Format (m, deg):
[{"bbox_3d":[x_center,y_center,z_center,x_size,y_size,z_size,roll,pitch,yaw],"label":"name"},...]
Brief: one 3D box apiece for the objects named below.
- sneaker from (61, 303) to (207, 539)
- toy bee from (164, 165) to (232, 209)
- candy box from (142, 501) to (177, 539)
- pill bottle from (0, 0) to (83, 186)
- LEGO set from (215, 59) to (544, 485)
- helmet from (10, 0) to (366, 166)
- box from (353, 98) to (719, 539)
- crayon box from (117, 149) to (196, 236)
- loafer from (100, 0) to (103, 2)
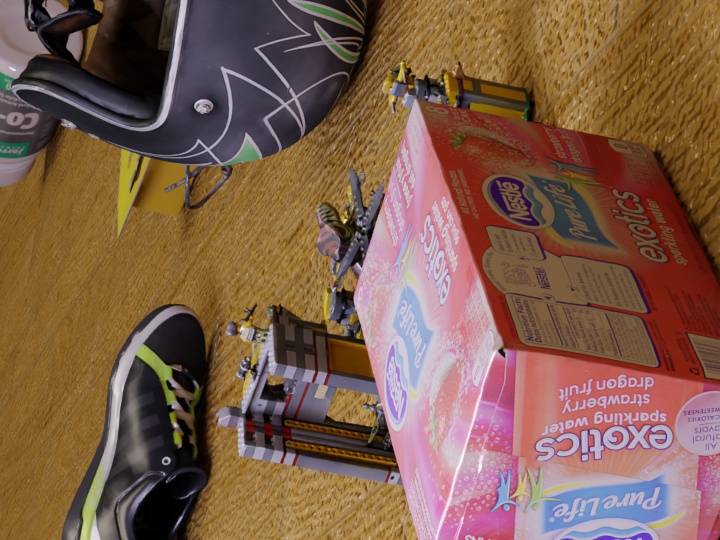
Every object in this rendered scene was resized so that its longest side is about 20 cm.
[{"bbox_3d":[-0.125,0.120,1.874,0.083,0.072,0.200,4,70,38],"label":"sneaker"},{"bbox_3d":[-0.108,-0.155,1.845,0.200,0.109,0.131,-55,-21,9],"label":"toy bee"},{"bbox_3d":[-0.146,0.165,1.963,0.102,0.026,0.200,113,163,-48],"label":"candy box"},{"bbox_3d":[-0.354,-0.180,2.905,0.200,0.113,0.113,117,159,-50],"label":"pill bottle"},{"bbox_3d":[0.000,0.000,1.300,0.200,0.116,0.154,115,161,-44],"label":"LEGO set"},{"bbox_3d":[-0.089,-0.150,1.634,0.200,0.190,0.200,-28,-58,-60],"label":"helmet"},{"bbox_3d":[0.066,0.026,1.045,0.200,0.102,0.095,-107,31,-61],"label":"box"},{"bbox_3d":[-0.139,-0.133,2.118,0.127,0.051,0.200,116,160,-48],"label":"crayon box"},{"bbox_3d":[-0.205,-0.259,2.445,0.200,0.072,0.073,160,122,-73],"label":"loafer"}]
